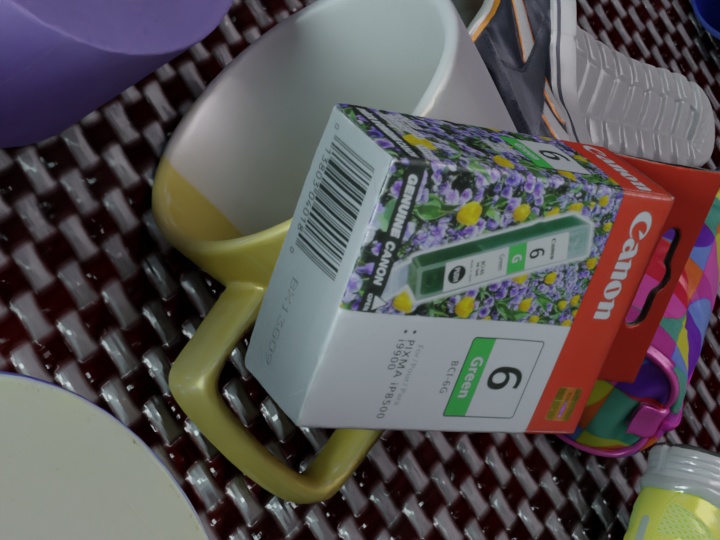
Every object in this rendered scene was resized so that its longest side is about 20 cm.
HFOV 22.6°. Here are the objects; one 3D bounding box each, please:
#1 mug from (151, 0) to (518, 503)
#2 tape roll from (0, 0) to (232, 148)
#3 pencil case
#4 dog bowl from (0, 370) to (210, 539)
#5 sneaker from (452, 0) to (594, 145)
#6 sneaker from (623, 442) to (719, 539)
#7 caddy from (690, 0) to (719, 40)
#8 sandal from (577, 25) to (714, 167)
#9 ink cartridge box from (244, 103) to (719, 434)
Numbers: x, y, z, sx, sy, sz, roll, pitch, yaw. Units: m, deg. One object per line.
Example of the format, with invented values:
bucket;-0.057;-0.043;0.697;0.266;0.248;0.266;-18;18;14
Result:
mug;0.001;-0.007;0.771;0.153;0.187;0.149;49;2;-34
tape roll;-0.144;-0.154;0.692;0.200;0.085;0.200;33;43;-38
pencil case;0.155;0.016;0.973;0.088;0.088;0.200;53;37;-13
dog bowl;-0.125;0.125;0.475;0.200;0.079;0.200;8;80;-50
sneaker;0.071;-0.073;0.928;0.079;0.078;0.200;8;62;-25
sneaker;0.189;0.180;0.929;0.200;0.078;0.090;48;59;-27
caddy;0.307;-0.240;1.306;0.105;0.141;0.200;29;45;-44
sandal;0.121;-0.096;1.042;0.203;0.050;0.082;20;66;-31
ink cartridge box;0.064;0.006;0.695;0.200;0.109;0.050;6;25;-35
